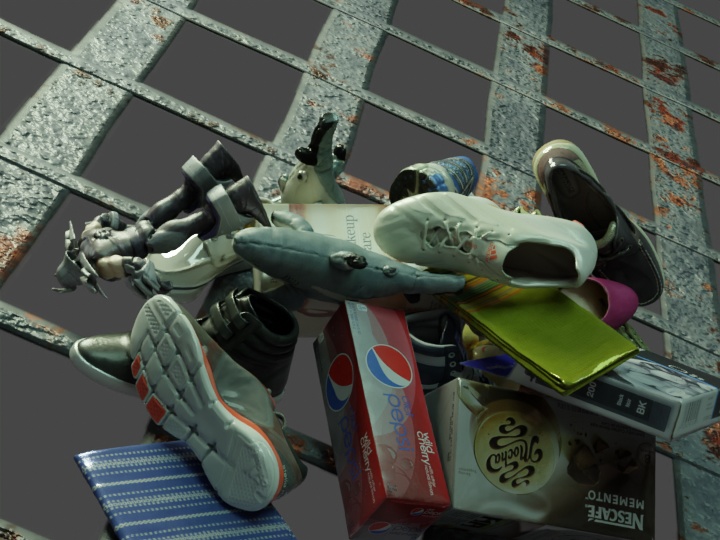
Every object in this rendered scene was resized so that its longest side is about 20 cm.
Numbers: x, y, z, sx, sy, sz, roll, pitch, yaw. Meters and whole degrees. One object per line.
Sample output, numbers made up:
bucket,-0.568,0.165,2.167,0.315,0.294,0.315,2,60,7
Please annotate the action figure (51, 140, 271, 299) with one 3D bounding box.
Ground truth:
action figure,-0.185,-0.030,1.384,0.199,0.070,0.130,-29,45,-8

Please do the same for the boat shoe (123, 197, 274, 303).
boat shoe,-0.145,-0.027,1.476,0.071,0.070,0.199,38,32,21

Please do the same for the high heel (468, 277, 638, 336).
high heel,0.202,0.023,1.489,0.198,0.096,0.068,1,63,-27

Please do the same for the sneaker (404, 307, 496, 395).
sneaker,0.102,0.106,1.421,0.199,0.109,0.070,21,30,-10

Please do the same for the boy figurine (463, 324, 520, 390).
boy figurine,0.066,0.063,1.511,0.199,0.065,0.124,30,28,15

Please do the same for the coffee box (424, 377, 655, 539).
coffee box,0.151,0.172,1.339,0.199,0.080,0.114,14,67,-21

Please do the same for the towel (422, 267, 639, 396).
towel,0.142,0.035,1.338,0.086,0.018,0.200,-28,42,-22

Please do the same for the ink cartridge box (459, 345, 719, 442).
ink cartridge box,0.216,0.092,1.387,0.199,0.044,0.198,19,9,25

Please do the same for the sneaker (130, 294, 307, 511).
sneaker,-0.113,0.106,1.253,0.082,0.077,0.201,-2,53,-55

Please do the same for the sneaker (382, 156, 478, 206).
sneaker,0.060,-0.053,1.565,0.085,0.200,0.077,-28,82,-32

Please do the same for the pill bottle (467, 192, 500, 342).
pill bottle,0.125,-0.007,1.627,0.104,0.105,0.200,6,35,-32

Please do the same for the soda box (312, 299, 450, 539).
soda box,0.015,0.126,1.314,0.063,0.070,0.201,11,47,-28

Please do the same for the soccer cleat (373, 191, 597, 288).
soccer cleat,0.105,-0.024,1.350,0.198,0.070,0.078,7,26,10

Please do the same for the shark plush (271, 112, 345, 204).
shark plush,-0.047,-0.095,1.553,0.090,0.201,0.083,28,60,26

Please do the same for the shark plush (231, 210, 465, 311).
shark plush,-0.013,0.007,1.340,0.199,0.091,0.083,22,-15,2

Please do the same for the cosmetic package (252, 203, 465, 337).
cosmetic package,0.000,0.000,1.448,0.198,0.087,0.104,-1,58,-8

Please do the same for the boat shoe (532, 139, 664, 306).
boat shoe,0.237,-0.038,1.556,0.201,0.072,0.065,55,20,-17

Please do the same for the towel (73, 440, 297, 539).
towel,-0.118,0.204,1.184,0.144,0.024,0.200,-1,37,-37

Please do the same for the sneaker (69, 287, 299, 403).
sneaker,-0.142,0.055,1.318,0.199,0.100,0.071,9,35,-26

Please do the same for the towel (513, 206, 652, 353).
towel,0.234,0.022,1.639,0.200,0.036,0.148,50,8,-15
